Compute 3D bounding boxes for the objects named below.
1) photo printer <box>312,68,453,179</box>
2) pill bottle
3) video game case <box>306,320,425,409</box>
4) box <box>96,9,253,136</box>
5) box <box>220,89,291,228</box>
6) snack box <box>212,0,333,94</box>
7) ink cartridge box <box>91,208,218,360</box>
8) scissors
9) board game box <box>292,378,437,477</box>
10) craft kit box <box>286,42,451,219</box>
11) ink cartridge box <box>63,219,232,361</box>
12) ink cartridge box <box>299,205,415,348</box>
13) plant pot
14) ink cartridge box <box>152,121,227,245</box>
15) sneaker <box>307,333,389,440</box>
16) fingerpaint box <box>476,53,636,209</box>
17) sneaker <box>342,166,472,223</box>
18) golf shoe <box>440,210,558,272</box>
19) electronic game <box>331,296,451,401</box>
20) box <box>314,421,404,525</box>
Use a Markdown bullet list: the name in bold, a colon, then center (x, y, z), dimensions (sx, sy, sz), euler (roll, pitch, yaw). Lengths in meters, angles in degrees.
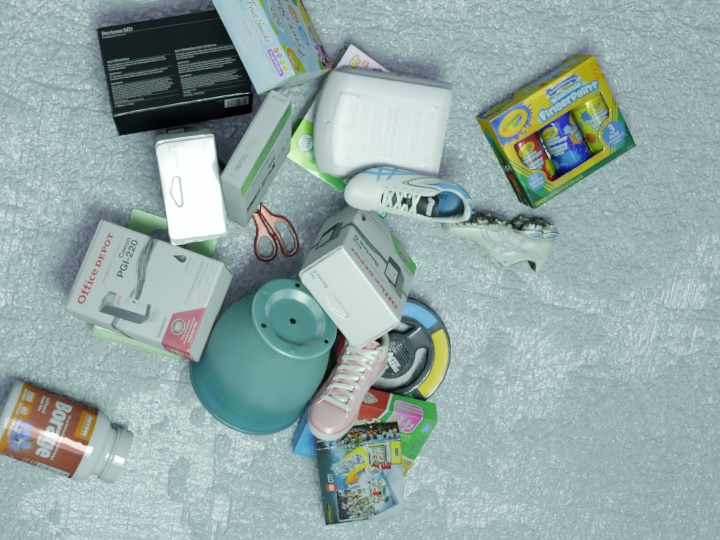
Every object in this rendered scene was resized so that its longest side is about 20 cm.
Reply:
- **photo printer**: center (0.029, -0.214, 1.609), dimensions (0.199, 0.069, 0.167), euler (5, 104, -13)
- **pill bottle**: center (-0.457, 0.254, 1.641), dimensions (0.199, 0.112, 0.113), euler (24, 98, -17)
- **video game case**: center (-0.006, 0.158, 1.763), dimensions (0.181, 0.022, 0.201), euler (25, 98, -17)
- **box**: center (-0.265, -0.287, 1.538), dimensions (0.199, 0.079, 0.142), euler (-11, 77, -9)
- **box**: center (-0.145, -0.153, 1.510), dimensions (0.036, 0.200, 0.145), euler (28, 76, 2)
- **snack box**: center (-0.124, -0.341, 1.501), dimensions (0.067, 0.200, 0.169), euler (-24, 97, 19)
- **ink cartridge box**: center (-0.315, 0.023, 1.650), dimensions (0.145, 0.048, 0.201), euler (18, 102, -15)
- **scissors**: center (-0.160, -0.105, 1.670), dimensions (0.073, 0.014, 0.201), euler (-24, 106, -3)
- **board game box**: center (0.005, 0.258, 1.742), dimensions (0.199, 0.040, 0.153), euler (14, 129, -13)
- **craft kit box**: center (0.007, -0.215, 1.663), dimensions (0.197, 0.049, 0.200), euler (31, 95, -14)
- **ink cartridge box**: center (-0.309, 0.029, 1.562), dimensions (0.199, 0.085, 0.146), euler (19, 78, 7)
- **ink cartridge box**: center (0.000, 0.000, 1.594), dimensions (0.084, 0.200, 0.146), euler (-32, 106, 22)
- **plant pot**: center (-0.132, 0.116, 1.592), dimensions (0.199, 0.201, 0.188), euler (20, 141, -16)
- **ink cartridge box**: center (-0.248, -0.132, 1.544), dimensions (0.084, 0.200, 0.146), euler (-9, 106, -10)
- **sneaker**: center (-0.016, 0.157, 1.609), dimensions (0.075, 0.200, 0.105), euler (24, 137, 16)
- **fingerpaint box**: center (0.314, -0.223, 1.710), dimensions (0.199, 0.073, 0.167), euler (-31, 108, -3)
- **sneaker**: center (0.073, -0.109, 1.577), dimensions (0.199, 0.073, 0.072), euler (5, 109, -16)
- **golf shoe**: center (0.222, -0.043, 1.737), dimensions (0.199, 0.078, 0.098), euler (7, 108, -13)
- **electronic game**: center (0.051, 0.138, 1.736), dimensions (0.199, 0.042, 0.201), euler (-3, 105, -11)
- **box**: center (0.000, 0.334, 1.747), dimensions (0.136, 0.038, 0.201), euler (-6, 131, -3)
